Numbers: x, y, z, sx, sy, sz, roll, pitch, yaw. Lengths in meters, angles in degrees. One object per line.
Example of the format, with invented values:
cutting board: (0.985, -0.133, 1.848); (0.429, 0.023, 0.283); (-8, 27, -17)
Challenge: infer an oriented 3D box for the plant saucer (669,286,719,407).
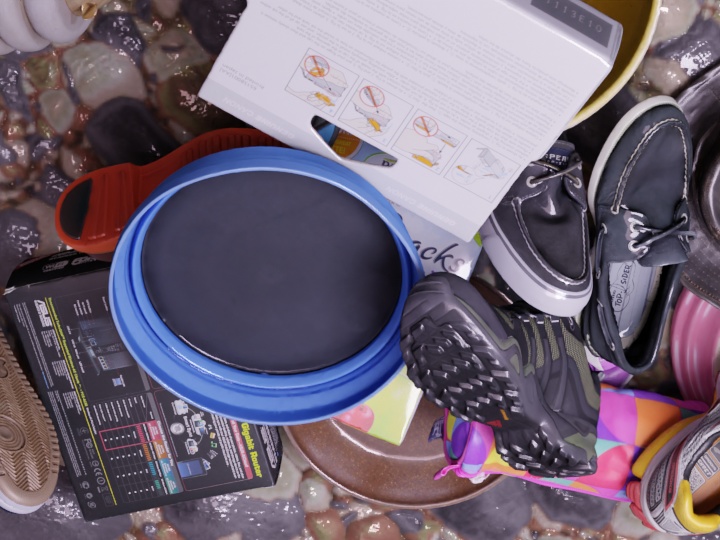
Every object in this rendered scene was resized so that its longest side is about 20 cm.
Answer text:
plant saucer: (0.322, 0.056, 1.208); (0.200, 0.051, 0.201); (2, 113, 4)

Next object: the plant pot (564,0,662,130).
plant pot: (0.084, -0.195, 1.070); (0.199, 0.142, 0.201); (2, 112, 4)

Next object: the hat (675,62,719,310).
hat: (0.277, -0.062, 1.111); (0.200, 0.081, 0.201); (0, 88, 16)

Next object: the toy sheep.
toy sheep: (-0.239, -0.205, 1.100); (0.199, 0.138, 0.138); (8, 114, 17)

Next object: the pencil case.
pencil case: (0.150, 0.118, 1.195); (0.199, 0.088, 0.089); (9, 114, -13)

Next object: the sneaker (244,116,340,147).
sneaker: (-0.037, -0.168, 1.114); (0.073, 0.082, 0.201); (3, 106, 9)

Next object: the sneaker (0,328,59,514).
sneaker: (-0.286, 0.116, 1.221); (0.070, 0.200, 0.109); (13, 126, -46)

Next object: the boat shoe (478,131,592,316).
boat shoe: (0.114, -0.064, 1.096); (0.070, 0.200, 0.066); (10, 137, -20)

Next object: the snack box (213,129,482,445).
snack box: (0.000, 0.000, 1.167); (0.142, 0.053, 0.200); (23, 92, 0)

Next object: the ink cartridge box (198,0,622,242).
ink cartridge box: (0.025, -0.124, 1.006); (0.200, 0.044, 0.174); (28, 137, -8)

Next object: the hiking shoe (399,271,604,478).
hiking shoe: (0.093, 0.050, 1.090); (0.076, 0.101, 0.200); (-9, 139, 34)

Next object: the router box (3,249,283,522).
router box: (-0.154, 0.074, 1.243); (0.149, 0.062, 0.200); (-11, 111, 9)

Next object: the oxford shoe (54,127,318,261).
oxford shoe: (-0.100, -0.045, 1.131); (0.200, 0.073, 0.071); (-7, 69, 21)

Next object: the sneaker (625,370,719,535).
sneaker: (0.269, 0.104, 1.140); (0.078, 0.082, 0.200); (43, 83, -12)

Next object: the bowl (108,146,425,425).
bowl: (-0.058, 0.009, 1.079); (0.200, 0.039, 0.201); (1, 126, 2)

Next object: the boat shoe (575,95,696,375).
boat shoe: (0.184, -0.015, 1.100); (0.074, 0.066, 0.200); (-7, 129, -27)

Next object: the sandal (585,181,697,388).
sandal: (0.183, 0.022, 1.203); (0.082, 0.050, 0.203); (24, 112, -6)

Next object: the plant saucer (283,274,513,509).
plant saucer: (0.038, 0.079, 1.246); (0.200, 0.037, 0.201); (1, 112, 3)
